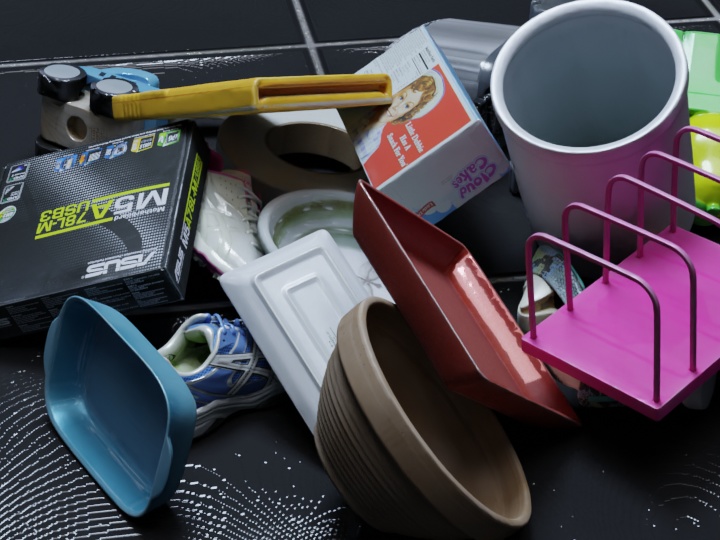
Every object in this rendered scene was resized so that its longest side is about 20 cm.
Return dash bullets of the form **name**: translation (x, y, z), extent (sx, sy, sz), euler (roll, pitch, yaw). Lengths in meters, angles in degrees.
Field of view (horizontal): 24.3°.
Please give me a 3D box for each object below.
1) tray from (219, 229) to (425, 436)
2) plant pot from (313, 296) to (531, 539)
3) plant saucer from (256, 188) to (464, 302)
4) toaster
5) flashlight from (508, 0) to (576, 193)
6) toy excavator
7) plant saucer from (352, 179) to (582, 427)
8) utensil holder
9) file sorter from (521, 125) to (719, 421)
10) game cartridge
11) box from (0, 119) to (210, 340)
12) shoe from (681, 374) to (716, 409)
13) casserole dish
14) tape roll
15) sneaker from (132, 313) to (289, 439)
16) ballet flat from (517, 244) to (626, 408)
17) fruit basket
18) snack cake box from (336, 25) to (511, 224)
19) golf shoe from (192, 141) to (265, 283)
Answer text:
- **tray**: translation (-0.019, 0.061, 1.336), extent (0.107, 0.022, 0.201), euler (-25, 70, -25)
- **plant pot**: translation (0.030, 0.126, 1.228), extent (0.092, 0.201, 0.201), euler (-37, 32, 15)
- **plant saucer**: translation (0.000, 0.000, 1.468), extent (0.199, 0.051, 0.201), euler (16, 29, -9)
- **toaster**: translation (0.104, -0.191, 1.716), extent (0.128, 0.115, 0.200), euler (13, 27, 25)
- **flashlight**: translation (0.180, -0.166, 1.609), extent (0.067, 0.201, 0.068), euler (-5, 35, -8)
- **toy excavator**: translation (-0.206, -0.160, 1.698), extent (0.193, 0.101, 0.200), euler (19, 29, 22)
- **plant saucer**: translation (0.077, 0.038, 1.320), extent (0.037, 0.199, 0.201), euler (-39, 60, 14)
- **utensil holder**: translation (0.215, -0.111, 1.487), extent (0.168, 0.200, 0.171), euler (-8, 55, 12)
- **file sorter**: translation (0.240, -0.007, 1.317), extent (0.199, 0.126, 0.139), euler (-33, 44, -32)
- **game cartridge**: translation (-0.100, -0.159, 1.532), extent (0.199, 0.033, 0.176), euler (3, 8, 43)
- **box**: translation (-0.238, -0.036, 1.460), extent (0.198, 0.048, 0.194), euler (-12, 41, 16)
- **shoe**: translation (0.261, 0.048, 1.415), extent (0.090, 0.072, 0.200), euler (9, 30, 15)
- **casserole dish**: translation (-0.183, 0.101, 1.283), extent (0.039, 0.122, 0.200), euler (-3, 30, -39)
- **tape roll**: translation (-0.043, -0.104, 1.630), extent (0.201, 0.037, 0.203), euler (8, 31, -5)
- **sneaker**: translation (-0.101, 0.070, 1.360), extent (0.075, 0.078, 0.199), euler (26, 40, 35)
- **ballet flat**: translation (0.170, 0.045, 1.415), extent (0.074, 0.075, 0.200), euler (-10, 34, -16)
- **fruit basket**: translation (0.349, -0.128, 1.649), extent (0.214, 0.156, 0.218), euler (-2, 76, 7)
- **snack cake box**: translation (0.052, -0.130, 1.539), extent (0.115, 0.067, 0.200), euler (-33, 34, 8)
- **golf shoe**: translation (-0.117, -0.041, 1.492), extent (0.092, 0.075, 0.200), euler (-46, 59, -1)
